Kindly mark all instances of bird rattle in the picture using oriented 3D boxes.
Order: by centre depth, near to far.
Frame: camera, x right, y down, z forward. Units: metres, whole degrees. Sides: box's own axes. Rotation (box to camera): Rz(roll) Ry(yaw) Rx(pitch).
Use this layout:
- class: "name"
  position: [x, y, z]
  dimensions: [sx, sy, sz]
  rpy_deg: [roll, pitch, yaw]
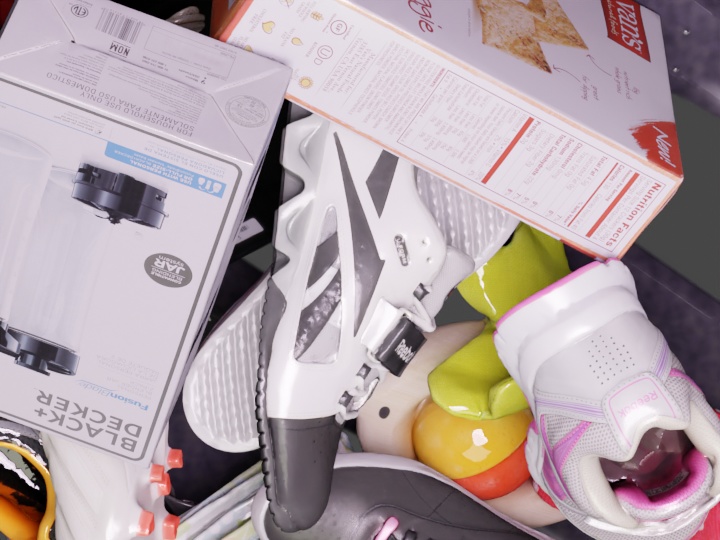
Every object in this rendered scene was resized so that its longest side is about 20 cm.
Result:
- class: "bird rattle"
  position: [0.082, 0.071, 1.409]
  dimensions: [0.163, 0.113, 0.200]
  rpy_deg: [-14, 139, 25]

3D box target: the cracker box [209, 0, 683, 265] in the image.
- class: "cracker box"
  position: [0.037, -0.099, 1.238]
  dimensions: [0.200, 0.134, 0.058]
  rpy_deg: [27, 121, -18]

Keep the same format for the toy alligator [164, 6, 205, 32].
- class: "toy alligator"
  position: [-0.131, -0.038, 1.286]
  dimensions: [0.200, 0.059, 0.054]
  rpy_deg: [-36, 75, 26]

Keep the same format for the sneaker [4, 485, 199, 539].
- class: "sneaker"
  position: [-0.097, 0.159, 1.468]
  dimensions: [0.082, 0.077, 0.200]
  rpy_deg: [-31, 121, 14]

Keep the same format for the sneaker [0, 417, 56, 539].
- class: "sneaker"
  position: [-0.189, 0.058, 1.371]
  dimensions: [0.200, 0.077, 0.078]
  rpy_deg: [39, 126, 2]

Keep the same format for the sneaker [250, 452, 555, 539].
- class: "sneaker"
  position: [0.048, 0.146, 1.350]
  dimensions: [0.200, 0.099, 0.071]
  rpy_deg: [24, 101, -21]

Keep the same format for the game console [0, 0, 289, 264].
- class: "game console"
  position: [-0.108, -0.064, 1.335]
  dimensions: [0.200, 0.031, 0.177]
  rpy_deg: [-26, 127, 20]

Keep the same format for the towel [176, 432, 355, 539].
- class: "towel"
  position: [-0.046, 0.191, 1.455]
  dimensions: [0.171, 0.048, 0.200]
  rpy_deg: [-33, 126, -15]

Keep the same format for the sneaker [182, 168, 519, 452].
- class: "sneaker"
  position: [-0.001, 0.000, 1.350]
  dimensions: [0.200, 0.114, 0.073]
  rpy_deg: [-40, 87, 5]

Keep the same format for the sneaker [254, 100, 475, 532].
- class: "sneaker"
  position: [0.002, 0.016, 1.256]
  dimensions: [0.088, 0.074, 0.201]
  rpy_deg: [7, 90, 2]

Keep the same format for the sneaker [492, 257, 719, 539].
- class: "sneaker"
  position: [0.116, 0.082, 1.263]
  dimensions: [0.081, 0.088, 0.200]
  rpy_deg: [-30, 147, 2]

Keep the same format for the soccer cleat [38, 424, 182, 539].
- class: "soccer cleat"
  position: [-0.120, 0.069, 1.331]
  dimensions: [0.077, 0.069, 0.201]
  rpy_deg: [5, 83, 10]

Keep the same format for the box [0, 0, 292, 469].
- class: "box"
  position: [-0.110, -0.015, 1.209]
  dimensions: [0.116, 0.060, 0.200]
  rpy_deg: [21, 137, -3]
